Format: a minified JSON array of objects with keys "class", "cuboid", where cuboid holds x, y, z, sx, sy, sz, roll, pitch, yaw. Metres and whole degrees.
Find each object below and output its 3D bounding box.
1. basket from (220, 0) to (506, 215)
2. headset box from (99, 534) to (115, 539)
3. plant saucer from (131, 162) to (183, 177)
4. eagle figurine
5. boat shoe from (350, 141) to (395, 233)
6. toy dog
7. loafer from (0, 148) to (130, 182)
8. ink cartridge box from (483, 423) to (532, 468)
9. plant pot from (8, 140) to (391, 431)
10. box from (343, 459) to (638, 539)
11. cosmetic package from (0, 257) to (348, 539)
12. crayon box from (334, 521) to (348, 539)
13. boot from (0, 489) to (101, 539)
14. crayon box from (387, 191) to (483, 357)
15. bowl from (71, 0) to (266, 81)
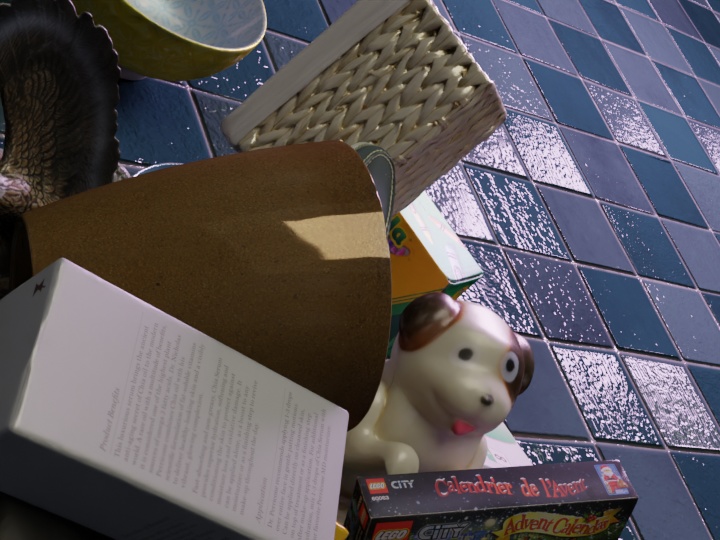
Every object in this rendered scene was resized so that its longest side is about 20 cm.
[{"class":"basket","cuboid":[0.010,-0.123,1.096,0.123,0.200,0.136,50,4,14]},{"class":"headset box","cuboid":[-0.212,0.185,0.753,0.174,0.093,0.200,32,34,-20]},{"class":"plant saucer","cuboid":[-0.119,-0.005,1.122,0.200,0.027,0.201,29,36,-24]},{"class":"eagle figurine","cuboid":[-0.234,-0.075,0.883,0.151,0.151,0.201,-5,90,-24]},{"class":"boat shoe","cuboid":[0.000,0.000,0.975,0.073,0.062,0.201,32,66,-42]},{"class":"toy dog","cuboid":[0.043,0.108,1.016,0.139,0.200,0.194,34,35,-16]},{"class":"loafer","cuboid":[-0.269,-0.054,0.990,0.199,0.070,0.076,7,79,-30]},{"class":"ink cartridge box","cuboid":[0.141,0.173,1.140,0.200,0.050,0.161,25,14,-24]},{"class":"plant pot","cuboid":[-0.107,0.013,0.826,0.199,0.187,0.187,-2,52,-23]},{"class":"box","cuboid":[0.081,0.198,0.954,0.199,0.137,0.038,-1,41,-19]},{"class":"cosmetic package","cuboid":[-0.105,0.090,0.720,0.200,0.071,0.102,32,48,-31]},{"class":"crayon box","cuboid":[-0.086,0.140,0.868,0.126,0.052,0.200,36,-5,-17]},{"class":"boot","cuboid":[-0.211,0.094,0.705,0.200,0.077,0.139,32,39,-19]},{"class":"crayon box","cuboid":[0.005,-0.035,1.206,0.058,0.119,0.200,-12,62,-52]},{"class":"bowl","cuboid":[-0.196,-0.236,1.218,0.200,0.108,0.200,29,36,-23]}]
